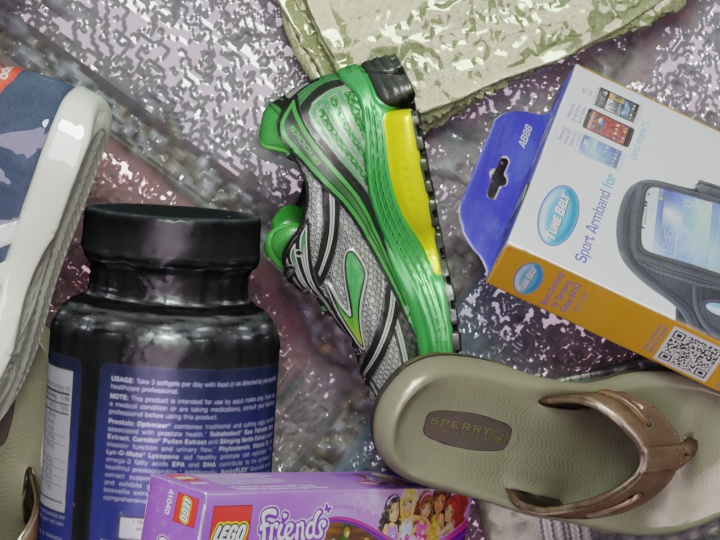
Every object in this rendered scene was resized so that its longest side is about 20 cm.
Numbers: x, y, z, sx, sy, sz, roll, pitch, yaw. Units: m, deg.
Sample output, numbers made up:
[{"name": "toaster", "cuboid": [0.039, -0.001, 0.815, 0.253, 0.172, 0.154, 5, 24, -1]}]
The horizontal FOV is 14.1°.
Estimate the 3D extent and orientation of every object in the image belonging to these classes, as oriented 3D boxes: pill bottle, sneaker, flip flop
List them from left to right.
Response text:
[{"name": "sneaker", "cuboid": [-0.186, -0.002, 1.353, 0.084, 0.075, 0.201, 22, 100, 4]}, {"name": "flip flop", "cuboid": [-0.181, 0.119, 1.418, 0.080, 0.058, 0.202, 8, 96, 0]}, {"name": "pill bottle", "cuboid": [-0.095, 0.072, 1.387, 0.111, 0.112, 0.202, 4, 95, 0]}, {"name": "sneaker", "cuboid": [0.000, 0.000, 1.388, 0.085, 0.078, 0.201, -12, 106, 0]}, {"name": "flip flop", "cuboid": [0.103, 0.082, 1.355, 0.199, 0.058, 0.082, 11, 99, -22]}]

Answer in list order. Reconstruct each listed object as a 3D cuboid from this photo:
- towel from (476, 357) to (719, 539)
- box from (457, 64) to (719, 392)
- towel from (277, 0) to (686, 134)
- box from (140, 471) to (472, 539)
[{"name": "towel", "cuboid": [0.157, 0.137, 1.431, 0.191, 0.035, 0.201, -10, 98, 1]}, {"name": "box", "cuboid": [0.149, -0.016, 1.382, 0.199, 0.042, 0.119, 26, 54, -4]}, {"name": "towel", "cuboid": [0.053, -0.157, 1.405, 0.199, 0.036, 0.149, -26, 93, 4]}, {"name": "box", "cuboid": [-0.031, 0.165, 1.363, 0.039, 0.199, 0.138, 14, 96, 39]}]
